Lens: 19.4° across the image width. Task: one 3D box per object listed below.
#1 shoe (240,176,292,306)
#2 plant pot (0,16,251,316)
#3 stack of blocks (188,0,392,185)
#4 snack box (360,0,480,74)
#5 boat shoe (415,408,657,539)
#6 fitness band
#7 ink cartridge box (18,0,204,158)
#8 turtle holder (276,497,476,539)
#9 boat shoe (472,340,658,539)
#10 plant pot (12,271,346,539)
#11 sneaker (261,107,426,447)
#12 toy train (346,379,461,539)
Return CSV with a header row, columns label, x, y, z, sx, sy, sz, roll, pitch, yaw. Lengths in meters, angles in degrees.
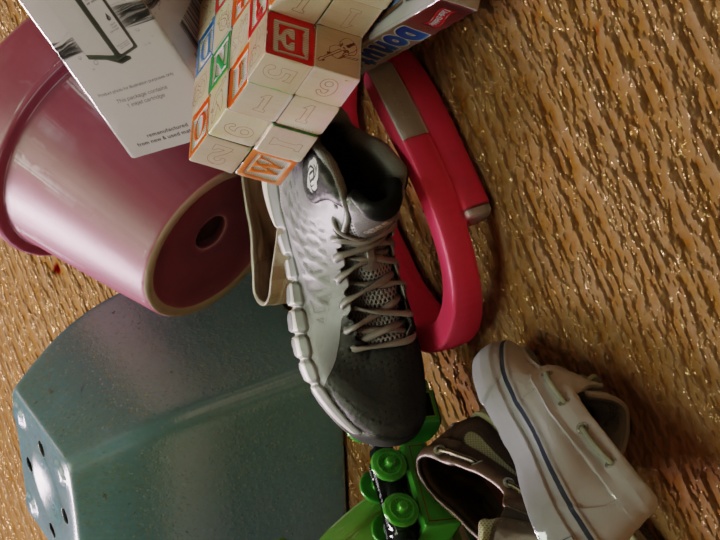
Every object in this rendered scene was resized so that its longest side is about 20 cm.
label,x,y,z,sx,sy,sz,roll,pitch,yaw
shoe,-0.050,-0.064,1.393,0.070,0.053,0.201,41,141,51
plant pot,-0.160,-0.070,1.488,0.179,0.199,0.201,41,144,27
stack of blocks,-0.030,-0.151,1.171,0.200,0.058,0.116,132,147,-50
snack box,0.018,-0.156,1.172,0.200,0.024,0.072,-19,57,65
boat shoe,0.099,0.152,1.183,0.202,0.074,0.075,40,141,51
fitness band,0.024,-0.049,1.267,0.201,0.037,0.144,66,159,17
ink cartridge box,-0.140,-0.195,1.290,0.084,0.147,0.200,-13,128,29
turtle holder,0.018,0.224,1.337,0.132,0.141,0.186,42,134,22
boat shoe,0.114,0.090,1.123,0.074,0.067,0.200,51,-170,-30
plant pot,-0.142,0.131,1.551,0.196,0.199,0.197,43,143,50
sneaker,0.000,0.000,1.217,0.201,0.075,0.115,70,157,7
toy train,0.017,0.079,1.293,0.042,0.056,0.201,115,146,-54
